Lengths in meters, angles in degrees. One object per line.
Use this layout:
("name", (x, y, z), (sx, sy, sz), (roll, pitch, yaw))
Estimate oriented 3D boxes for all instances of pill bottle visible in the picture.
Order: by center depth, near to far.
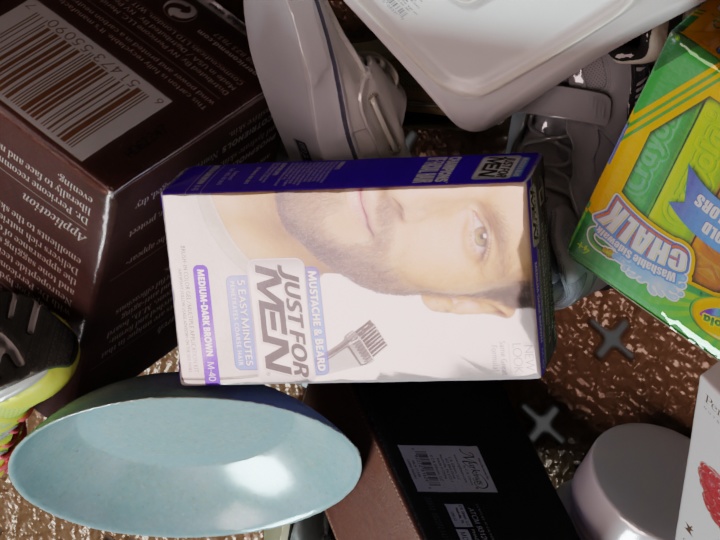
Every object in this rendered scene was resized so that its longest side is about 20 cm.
("pill bottle", (0.142, 0.193, 1.746), (0.114, 0.114, 0.201), (35, 129, 12))

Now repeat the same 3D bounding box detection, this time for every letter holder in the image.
("letter holder", (0.035, 0.150, 1.731), (0.200, 0.100, 0.143), (-115, 36, -45))

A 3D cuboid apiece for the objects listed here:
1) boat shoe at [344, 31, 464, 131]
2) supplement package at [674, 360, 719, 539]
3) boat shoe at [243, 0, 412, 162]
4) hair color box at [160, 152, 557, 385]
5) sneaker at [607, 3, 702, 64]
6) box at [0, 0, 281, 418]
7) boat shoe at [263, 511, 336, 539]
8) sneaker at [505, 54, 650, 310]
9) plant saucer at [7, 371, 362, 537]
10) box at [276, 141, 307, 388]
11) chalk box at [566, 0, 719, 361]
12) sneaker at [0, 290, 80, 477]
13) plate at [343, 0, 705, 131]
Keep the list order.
("boat shoe", (-0.008, -0.094, 1.700), (0.199, 0.071, 0.077), (-10, 73, 37))
("supplement package", (0.250, 0.113, 1.560), (0.121, 0.119, 0.200), (46, 158, 26))
("boat shoe", (-0.005, -0.088, 1.625), (0.072, 0.066, 0.201), (24, 139, 59))
("hair color box", (0.000, 0.000, 1.578), (0.199, 0.065, 0.110), (-2, 106, 12))
("sneaker", (0.119, -0.200, 1.565), (0.076, 0.088, 0.200), (-33, 93, 42))
("box", (-0.162, -0.056, 1.706), (0.166, 0.164, 0.201), (37, 138, 18))
("boat shoe", (-0.033, 0.179, 1.891), (0.063, 0.074, 0.203), (3, 111, -8))
("sneaker", (0.107, -0.065, 1.628), (0.075, 0.115, 0.201), (7, 118, 30))
("plant saucer", (-0.099, 0.097, 1.676), (0.200, 0.039, 0.201), (-2, 152, -1))
("box", (-0.063, -0.019, 1.815), (0.199, 0.041, 0.157), (23, 125, 23))
("chalk box", (0.201, -0.039, 1.574), (0.125, 0.124, 0.201), (33, 128, 15))
("sneaker", (-0.214, 0.076, 1.680), (0.090, 0.078, 0.199), (37, 140, -28))
("plate", (0.057, -0.170, 1.517), (0.200, 0.032, 0.200), (45, 132, -18))
